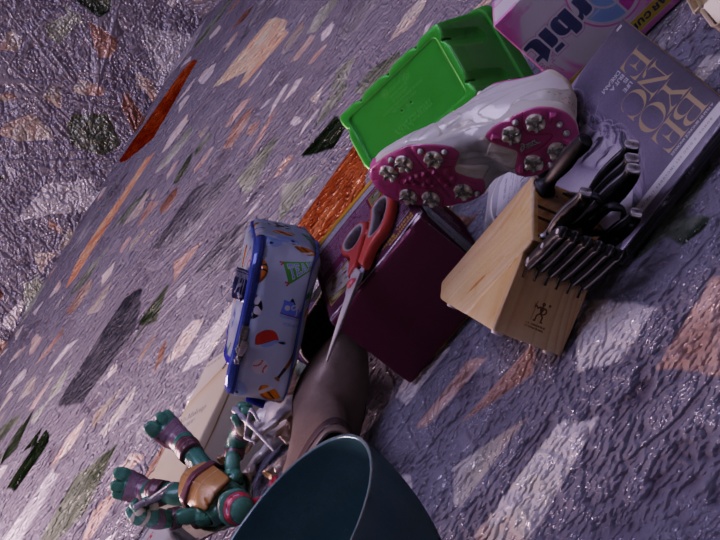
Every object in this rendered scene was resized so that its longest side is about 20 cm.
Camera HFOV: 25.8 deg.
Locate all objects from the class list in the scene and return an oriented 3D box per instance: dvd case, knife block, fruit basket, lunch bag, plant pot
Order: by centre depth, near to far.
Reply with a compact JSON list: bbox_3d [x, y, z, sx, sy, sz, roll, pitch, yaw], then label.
[{"bbox_3d":[-0.008,0.233,1.078,0.200,0.134,0.201,-46,19,21],"label":"plant pot"},{"bbox_3d":[0.147,-0.031,1.242,0.177,0.064,0.200,-68,17,3],"label":"knife block"},{"bbox_3d":[0.214,-0.110,1.281,0.149,0.016,0.200,-53,32,13],"label":"dvd case"},{"bbox_3d":[-0.090,0.040,1.497,0.200,0.075,0.162,-100,23,-79],"label":"lunch bag"},{"bbox_3d":[0.102,-0.178,1.662,0.214,0.156,0.216,-25,-19,-9],"label":"fruit basket"}]

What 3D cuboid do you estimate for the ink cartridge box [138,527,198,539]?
[{"bbox_3d":[-0.178,0.324,1.424,0.145,0.084,0.200,-53,18,-5],"label":"ink cartridge box"}]

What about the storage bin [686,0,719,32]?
[{"bbox_3d":[0.347,-0.265,1.213,0.200,0.093,0.199,-45,19,21],"label":"storage bin"}]

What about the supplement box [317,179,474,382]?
[{"bbox_3d":[0.037,-0.005,1.482,0.131,0.103,0.200,-49,17,10],"label":"supplement box"}]

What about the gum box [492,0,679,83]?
[{"bbox_3d":[0.226,-0.270,1.494,0.200,0.113,0.066,-44,19,24],"label":"gum box"}]

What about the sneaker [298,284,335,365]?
[{"bbox_3d":[-0.012,0.009,1.642,0.201,0.076,0.088,-56,12,-10],"label":"sneaker"}]

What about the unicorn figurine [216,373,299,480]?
[{"bbox_3d":[-0.084,0.147,1.570,0.199,0.074,0.138,2,44,52],"label":"unicorn figurine"}]

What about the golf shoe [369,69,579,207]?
[{"bbox_3d":[0.101,-0.115,1.360,0.198,0.076,0.092,-14,39,27],"label":"golf shoe"}]

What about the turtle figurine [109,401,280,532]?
[{"bbox_3d":[-0.152,0.196,1.460,0.150,0.101,0.199,-41,27,-24],"label":"turtle figurine"}]

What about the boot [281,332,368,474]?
[{"bbox_3d":[-0.027,0.145,1.370,0.146,0.070,0.202,141,143,-81],"label":"boot"}]

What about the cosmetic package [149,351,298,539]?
[{"bbox_3d":[-0.150,0.179,1.658,0.103,0.073,0.201,-33,27,47],"label":"cosmetic package"}]

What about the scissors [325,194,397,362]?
[{"bbox_3d":[0.000,0.000,1.371,0.073,0.014,0.201,-41,20,28],"label":"scissors"}]

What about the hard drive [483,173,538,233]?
[{"bbox_3d":[0.189,-0.105,1.399,0.200,0.038,0.140,-41,21,32],"label":"hard drive"}]
